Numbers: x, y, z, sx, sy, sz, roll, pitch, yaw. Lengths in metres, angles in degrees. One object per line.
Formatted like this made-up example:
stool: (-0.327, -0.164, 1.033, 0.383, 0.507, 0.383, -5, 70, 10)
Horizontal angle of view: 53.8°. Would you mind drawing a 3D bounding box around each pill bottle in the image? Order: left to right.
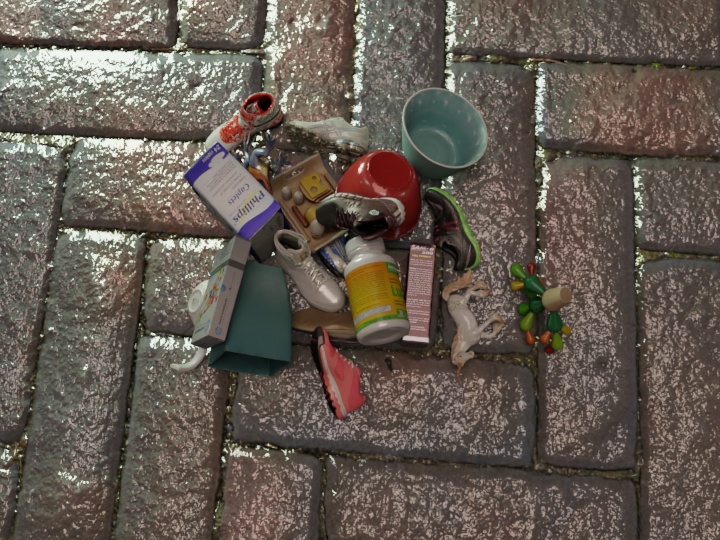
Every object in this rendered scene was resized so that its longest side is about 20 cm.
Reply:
pill bottle: (0.027, 0.036, 1.423, 0.108, 0.111, 0.205, -12, 69, 0)

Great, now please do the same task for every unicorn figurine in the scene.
unicorn figurine: (0.232, 0.113, 1.503, 0.135, 0.074, 0.204, -25, 64, 7)

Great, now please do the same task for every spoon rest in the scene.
spoon rest: (-0.346, 0.118, 1.520, 0.098, 0.060, 0.205, 9, 79, 47)

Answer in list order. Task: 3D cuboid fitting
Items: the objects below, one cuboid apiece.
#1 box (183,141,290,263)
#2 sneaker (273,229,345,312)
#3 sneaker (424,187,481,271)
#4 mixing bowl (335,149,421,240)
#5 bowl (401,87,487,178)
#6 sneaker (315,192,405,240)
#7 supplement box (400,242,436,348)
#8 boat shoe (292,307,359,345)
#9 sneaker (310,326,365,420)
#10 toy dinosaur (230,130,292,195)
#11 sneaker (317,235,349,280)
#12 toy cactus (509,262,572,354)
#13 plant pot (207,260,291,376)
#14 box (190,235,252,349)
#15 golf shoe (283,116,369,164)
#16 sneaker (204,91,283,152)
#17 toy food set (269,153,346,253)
box: (-0.257, -0.139, 1.509, 0.105, 0.184, 0.200, -44, 80, -8)
sneaker: (-0.112, -0.001, 1.489, 0.199, 0.116, 0.074, 41, 72, 18)
sneaker: (0.189, -0.091, 1.538, 0.082, 0.077, 0.203, -26, 77, -7)
mixing bowl: (0.050, -0.180, 1.510, 0.194, 0.109, 0.205, 6, 58, -10)
bowl: (0.168, -0.281, 1.545, 0.195, 0.105, 0.206, 8, 62, -14)
sneaker: (-0.016, -0.104, 1.412, 0.195, 0.116, 0.078, -1, 114, 22)
supplement box: (0.122, 0.055, 1.494, 0.059, 0.109, 0.206, 4, 79, 2)
boat shoe: (-0.059, 0.125, 1.507, 0.194, 0.066, 0.073, 1, 34, 14)
sneaker: (-0.045, 0.204, 1.477, 0.085, 0.074, 0.205, -20, 104, -16)
toy dinosaur: (-0.236, -0.229, 1.535, 0.105, 0.180, 0.203, 41, 47, -23)
sneaker: (0.000, 0.000, 1.528, 0.085, 0.077, 0.200, -43, 80, -11)
toy cactus: (0.384, 0.069, 1.461, 0.100, 0.165, 0.205, -16, 82, -22)
plant pot: (-0.222, 0.096, 1.469, 0.138, 0.141, 0.205, 13, 65, -24)
box: (-0.279, 0.047, 1.416, 0.040, 0.155, 0.205, 18, 72, -21)
golf shoe: (-0.073, -0.309, 1.606, 0.195, 0.079, 0.099, 18, 61, 1)
sneaker: (-0.270, -0.332, 1.588, 0.197, 0.108, 0.069, -26, 78, -3)
toy food set: (-0.095, -0.150, 1.546, 0.142, 0.061, 0.202, -31, 71, -16)
